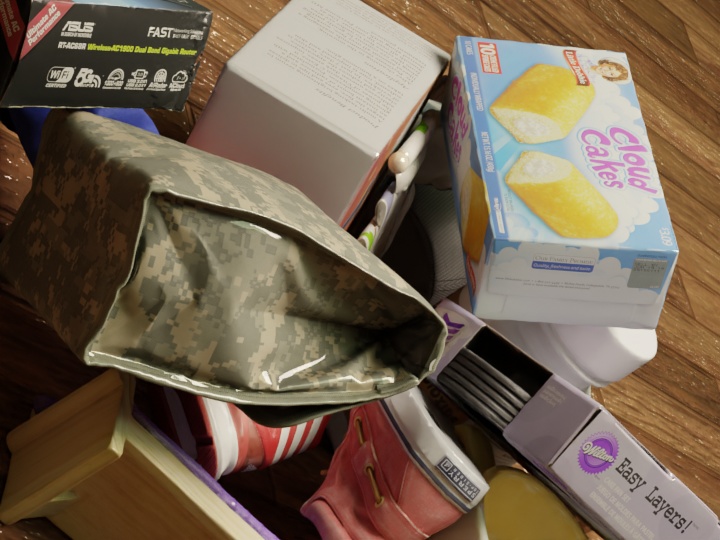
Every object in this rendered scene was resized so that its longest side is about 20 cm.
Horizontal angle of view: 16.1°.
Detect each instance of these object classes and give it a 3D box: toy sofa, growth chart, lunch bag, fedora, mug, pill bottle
[{"bbox_3d":[-0.093,0.136,1.355,0.200,0.083,0.098,45,28,-26],"label":"toy sofa"},{"bbox_3d":[0.000,0.000,1.592,0.018,0.200,0.145,25,15,4],"label":"growth chart"},{"bbox_3d":[-0.069,0.005,1.334,0.200,0.118,0.164,16,11,-30],"label":"lunch bag"},{"bbox_3d":[0.044,-0.037,1.771,0.090,0.177,0.200,-10,45,-23],"label":"fedora"},{"bbox_3d":[0.056,0.203,1.473,0.149,0.153,0.187,50,25,-16],"label":"mug"},{"bbox_3d":[0.083,0.066,1.625,0.114,0.200,0.114,43,27,-29],"label":"pill bottle"}]

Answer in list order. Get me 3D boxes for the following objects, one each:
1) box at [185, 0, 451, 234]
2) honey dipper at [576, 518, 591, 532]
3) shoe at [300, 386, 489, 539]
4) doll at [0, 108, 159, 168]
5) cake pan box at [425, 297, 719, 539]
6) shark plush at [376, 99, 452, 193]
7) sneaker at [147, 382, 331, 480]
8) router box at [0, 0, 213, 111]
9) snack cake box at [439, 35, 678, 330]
[{"bbox_3d":[-0.042,-0.071,1.577,0.106,0.152,0.200,31,27,2],"label":"box"},{"bbox_3d":[0.121,0.101,1.866,0.200,0.038,0.038,55,24,2],"label":"honey dipper"},{"bbox_3d":[0.006,0.108,1.445,0.071,0.091,0.200,47,3,-20],"label":"shoe"},{"bbox_3d":[-0.184,-0.106,1.453,0.136,0.048,0.200,-20,54,-24],"label":"doll"},{"bbox_3d":[0.130,0.111,1.474,0.200,0.052,0.184,44,-6,-34],"label":"cake pan box"},{"bbox_3d":[0.058,-0.102,1.691,0.083,0.200,0.091,-47,131,-53],"label":"shark plush"},{"bbox_3d":[-0.076,0.021,1.483,0.115,0.078,0.200,-9,80,-34],"label":"sneaker"},{"bbox_3d":[-0.202,-0.152,1.369,0.200,0.062,0.150,30,18,29],"label":"router box"},{"bbox_3d":[0.119,-0.056,1.564,0.115,0.067,0.200,3,41,-9],"label":"snack cake box"}]
